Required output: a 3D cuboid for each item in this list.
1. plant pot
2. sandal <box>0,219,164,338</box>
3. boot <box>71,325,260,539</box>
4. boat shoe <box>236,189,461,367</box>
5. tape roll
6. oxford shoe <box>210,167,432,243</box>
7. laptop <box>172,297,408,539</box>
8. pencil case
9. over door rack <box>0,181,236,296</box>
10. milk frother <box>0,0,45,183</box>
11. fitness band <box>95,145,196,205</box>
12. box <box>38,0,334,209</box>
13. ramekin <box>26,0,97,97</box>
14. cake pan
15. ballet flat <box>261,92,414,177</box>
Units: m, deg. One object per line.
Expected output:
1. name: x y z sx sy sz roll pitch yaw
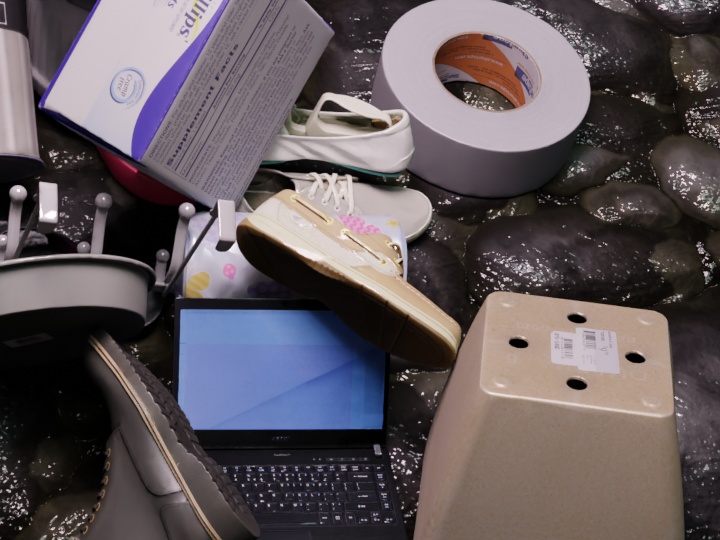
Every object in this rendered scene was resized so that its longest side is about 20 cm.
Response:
1. plant pot: 0.145 0.130 1.282 0.198 0.178 0.200 7 31 4
2. sandal: -0.254 -0.006 1.431 0.199 0.048 0.076 16 50 0
3. boot: -0.182 0.153 1.273 0.138 0.077 0.200 -38 63 3
4. boat shoe: 0.000 0.000 1.356 0.199 0.074 0.066 33 60 11
5. tape roll: 0.111 -0.163 1.639 0.198 0.066 0.201 7 49 -8
6. oxford shoe: -0.030 -0.057 1.523 0.198 0.058 0.076 2 47 -15
7. laptop: -0.052 0.126 1.333 0.176 0.104 0.201 1 41 -12
8. pencil case: -0.059 -0.003 1.454 0.198 0.083 0.091 -1 60 -14
9. over door rack: -0.189 -0.033 1.328 0.147 0.200 0.067 5 76 -21
10. milk frother: -0.364 -0.164 1.493 0.179 0.200 0.190 -4 82 -9
11. fitness band: -0.173 -0.140 1.573 0.143 0.038 0.201 -17 56 -22
12. box: -0.133 -0.162 1.402 0.104 0.200 0.185 29 88 20
13. ramekin: -0.206 -0.233 1.552 0.198 0.106 0.201 4 47 -4
14. cake pan: -0.249 0.035 1.315 0.199 0.200 0.037 -6 75 -18
15. ballet flat: -0.049 -0.127 1.519 0.198 0.070 0.070 6 50 -6
